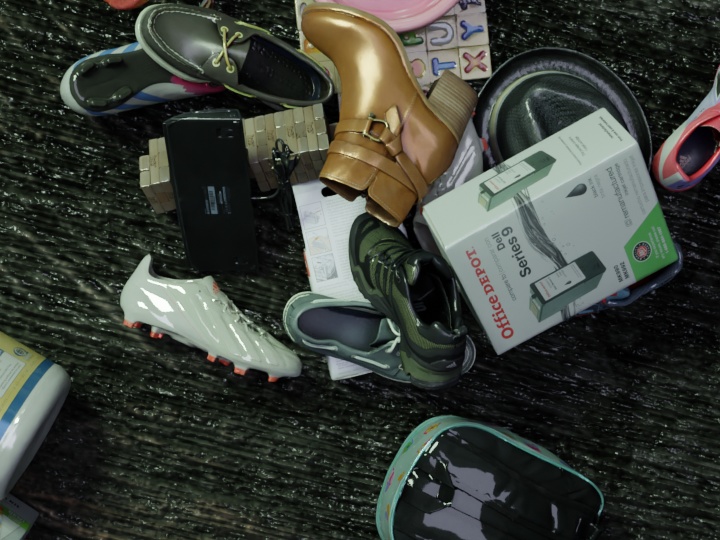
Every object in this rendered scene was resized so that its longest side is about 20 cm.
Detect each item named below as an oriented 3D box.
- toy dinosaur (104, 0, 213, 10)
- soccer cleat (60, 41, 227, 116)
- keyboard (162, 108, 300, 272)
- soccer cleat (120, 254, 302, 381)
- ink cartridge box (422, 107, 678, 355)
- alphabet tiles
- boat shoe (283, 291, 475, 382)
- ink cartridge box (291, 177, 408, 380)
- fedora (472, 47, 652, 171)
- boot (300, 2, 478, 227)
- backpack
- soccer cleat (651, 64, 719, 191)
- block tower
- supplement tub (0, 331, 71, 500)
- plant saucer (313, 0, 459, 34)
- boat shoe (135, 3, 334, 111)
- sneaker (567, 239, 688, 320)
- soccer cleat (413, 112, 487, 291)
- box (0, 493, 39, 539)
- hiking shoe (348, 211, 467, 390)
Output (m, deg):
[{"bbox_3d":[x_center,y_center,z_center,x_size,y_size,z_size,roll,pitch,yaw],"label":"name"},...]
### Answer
[{"bbox_3d":[-0.173,-0.327,1.070,0.104,0.201,0.182,34,58,10],"label":"toy dinosaur"},{"bbox_3d":[-0.205,-0.200,1.113,0.198,0.086,0.071,-17,101,-27],"label":"soccer cleat"},{"bbox_3d":[-0.118,-0.073,1.082,0.125,0.021,0.202,1,137,1],"label":"keyboard"},{"bbox_3d":[-0.145,0.050,1.129,0.197,0.069,0.079,23,88,-2],"label":"soccer cleat"},{"bbox_3d":[0.178,-0.034,1.055,0.198,0.084,0.147,-29,123,4],"label":"ink cartridge box"},{"bbox_3d":[0.035,-0.240,1.155,0.196,0.006,0.169,-6,94,-4],"label":"alphabet tiles"},{"bbox_3d":[0.021,0.068,1.092,0.197,0.062,0.074,15,90,-6],"label":"boat shoe"},{"bbox_3d":[0.000,0.000,1.144,0.107,0.050,0.203,-13,93,-3],"label":"ink cartridge box"},{"bbox_3d":[0.211,-0.132,1.129,0.197,0.092,0.204,0,93,-5],"label":"fedora"},{"bbox_3d":[-0.002,-0.148,1.061,0.199,0.077,0.156,34,76,-4],"label":"boot"},{"bbox_3d":[0.116,0.239,1.113,0.198,0.153,0.178,28,89,-15],"label":"backpack"},{"bbox_3d":[0.376,-0.163,1.149,0.067,0.076,0.201,40,90,-5],"label":"soccer cleat"},{"bbox_3d":[-0.116,-0.111,1.104,0.197,0.058,0.055,-11,62,4],"label":"block tower"},{"bbox_3d":[-0.396,0.114,1.072,0.198,0.145,0.146,31,91,-5],"label":"supplement tub"},{"bbox_3d":[0.024,-0.335,1.122,0.197,0.051,0.204,0,90,-4],"label":"plant saucer"},{"bbox_3d":[-0.116,-0.207,1.077,0.199,0.060,0.073,18,85,-28],"label":"boat shoe"},{"bbox_3d":[0.236,0.004,1.138,0.197,0.096,0.080,-22,94,-3],"label":"sneaker"},{"bbox_3d":[0.086,-0.078,1.125,0.076,0.069,0.204,-11,97,-25],"label":"soccer cleat"},{"bbox_3d":[-0.394,0.229,1.051,0.155,0.200,0.041,35,89,-5],"label":"box"},{"bbox_3d":[0.052,0.006,1.039,0.075,0.101,0.201,-10,52,-27],"label":"hiking shoe"}]
